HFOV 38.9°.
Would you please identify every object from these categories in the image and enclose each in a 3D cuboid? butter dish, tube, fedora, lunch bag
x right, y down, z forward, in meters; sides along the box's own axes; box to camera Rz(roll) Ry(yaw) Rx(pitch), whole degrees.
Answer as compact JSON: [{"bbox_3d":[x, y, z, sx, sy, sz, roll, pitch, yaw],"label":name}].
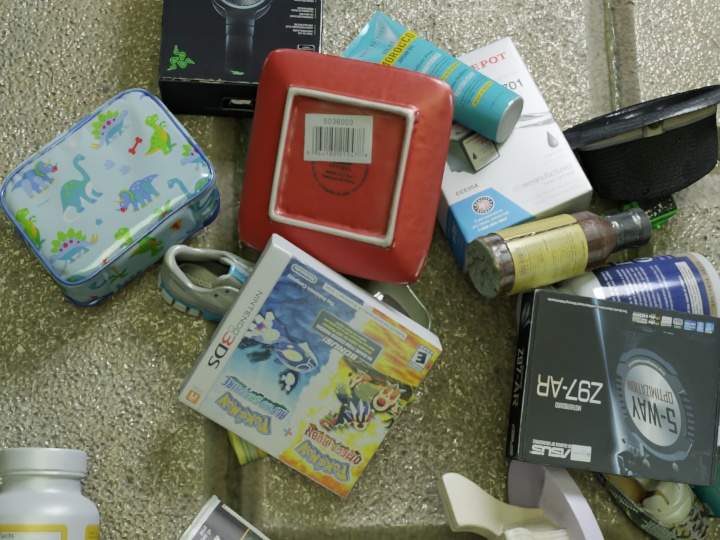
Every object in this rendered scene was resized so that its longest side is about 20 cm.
[{"bbox_3d":[-0.004,-0.106,1.032,0.196,0.148,0.204,12,100,13],"label":"butter dish"},{"bbox_3d":[0.073,-0.199,1.050,0.198,0.051,0.078,32,68,22],"label":"tube"},{"bbox_3d":[0.312,-0.130,1.098,0.197,0.200,0.093,-19,99,-11],"label":"fedora"},{"bbox_3d":[-0.253,-0.078,1.040,0.199,0.083,0.161,-39,74,-14],"label":"lunch bag"}]

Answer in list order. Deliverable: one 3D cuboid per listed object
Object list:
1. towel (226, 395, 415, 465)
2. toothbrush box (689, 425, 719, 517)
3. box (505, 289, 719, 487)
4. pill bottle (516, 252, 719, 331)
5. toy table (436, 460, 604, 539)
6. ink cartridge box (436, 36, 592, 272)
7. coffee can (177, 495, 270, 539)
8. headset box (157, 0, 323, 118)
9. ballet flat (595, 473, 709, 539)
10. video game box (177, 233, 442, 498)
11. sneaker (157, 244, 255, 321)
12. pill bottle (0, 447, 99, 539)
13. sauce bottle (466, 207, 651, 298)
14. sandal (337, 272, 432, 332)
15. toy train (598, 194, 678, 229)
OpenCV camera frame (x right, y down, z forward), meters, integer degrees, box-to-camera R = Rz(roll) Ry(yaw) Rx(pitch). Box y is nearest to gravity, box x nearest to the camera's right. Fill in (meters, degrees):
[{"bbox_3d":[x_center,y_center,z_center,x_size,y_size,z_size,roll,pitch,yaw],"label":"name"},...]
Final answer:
[{"bbox_3d":[-0.047,0.127,1.058,0.196,0.018,0.088,-18,84,-12],"label":"towel"},{"bbox_3d":[0.416,0.168,1.011,0.145,0.200,0.086,-33,81,-14],"label":"toothbrush box"},{"bbox_3d":[0.245,0.113,0.979,0.196,0.044,0.164,9,82,-7],"label":"box"},{"bbox_3d":[0.268,0.047,1.068,0.196,0.111,0.113,-7,77,-9],"label":"pill bottle"},{"bbox_3d":[0.154,0.277,0.970,0.115,0.186,0.202,-7,50,-23],"label":"toy table"},{"bbox_3d":[0.134,-0.124,1.082,0.144,0.086,0.203,-23,70,-4],"label":"ink cartridge box"},{"bbox_3d":[-0.100,0.327,0.933,0.199,0.147,0.147,36,74,3],"label":"coffee can"},{"bbox_3d":[-0.127,-0.263,1.103,0.170,0.093,0.204,3,76,-6],"label":"headset box"},{"bbox_3d":[0.287,0.212,1.052,0.200,0.072,0.072,43,75,4],"label":"ballet flat"},{"bbox_3d":[-0.050,0.095,0.995,0.198,0.047,0.184,31,103,-9],"label":"video game box"},{"bbox_3d":[-0.114,0.025,1.033,0.196,0.087,0.076,16,68,-2],"label":"sneaker"},{"bbox_3d":[-0.299,0.270,0.939,0.110,0.112,0.204,2,75,-7],"label":"pill bottle"},{"bbox_3d":[0.203,-0.023,1.019,0.196,0.065,0.066,-13,78,-22],"label":"sauce bottle"},{"bbox_3d":[0.001,0.000,1.068,0.200,0.058,0.080,42,73,14],"label":"sandal"},{"bbox_3d":[0.258,-0.041,1.117,0.197,0.056,0.042,-21,79,-12],"label":"toy train"}]
